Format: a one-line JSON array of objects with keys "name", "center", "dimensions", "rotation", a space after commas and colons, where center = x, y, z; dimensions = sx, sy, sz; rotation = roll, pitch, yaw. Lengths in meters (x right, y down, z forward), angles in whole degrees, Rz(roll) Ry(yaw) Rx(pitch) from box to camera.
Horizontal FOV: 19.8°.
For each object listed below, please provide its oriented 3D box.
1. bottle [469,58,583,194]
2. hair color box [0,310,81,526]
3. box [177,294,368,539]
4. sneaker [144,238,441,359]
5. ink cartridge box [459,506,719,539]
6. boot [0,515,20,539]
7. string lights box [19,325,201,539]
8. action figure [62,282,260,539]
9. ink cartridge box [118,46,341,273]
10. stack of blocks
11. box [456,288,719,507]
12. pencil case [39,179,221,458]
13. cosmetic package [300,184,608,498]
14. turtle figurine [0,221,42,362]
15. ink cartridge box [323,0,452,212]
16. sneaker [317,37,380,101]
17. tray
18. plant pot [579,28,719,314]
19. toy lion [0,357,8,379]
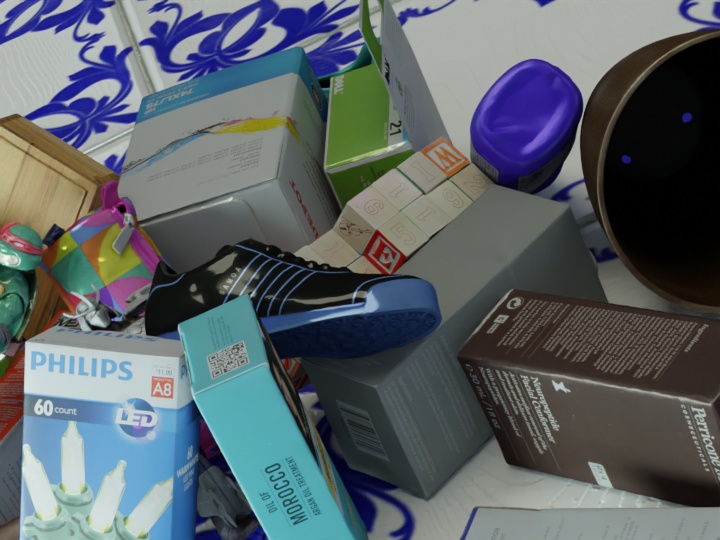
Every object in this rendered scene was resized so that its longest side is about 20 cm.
[{"name": "bottle", "center": [0.119, -0.095, 1.505], "dimensions": [0.084, 0.065, 0.200], "rotation": [-50, -7, -3]}, {"name": "hair color box", "center": [-0.228, 0.129, 1.480], "dimensions": [0.061, 0.102, 0.200], "rotation": [-1, 38, 39]}, {"name": "box", "center": [-0.047, 0.119, 1.266], "dimensions": [0.049, 0.201, 0.082], "rotation": [-24, 32, 2]}, {"name": "sneaker", "center": [-0.047, 0.015, 1.318], "dimensions": [0.199, 0.070, 0.078], "rotation": [-9, 65, 15]}, {"name": "ink cartridge box", "center": [0.129, 0.213, 1.153], "dimensions": [0.199, 0.047, 0.198], "rotation": [-6, 37, 32]}, {"name": "boot", "center": [-0.254, 0.173, 1.358], "dimensions": [0.199, 0.187, 0.064], "rotation": [-23, 26, 10]}, {"name": "string lights box", "center": [-0.157, 0.142, 1.293], "dimensions": [0.102, 0.201, 0.059], "rotation": [5, 10, 11]}, {"name": "action figure", "center": [-0.122, 0.085, 1.376], "dimensions": [0.130, 0.200, 0.069], "rotation": [-43, -1, -18]}, {"name": "ink cartridge box", "center": [-0.091, -0.047, 1.600], "dimensions": [0.145, 0.147, 0.200], "rotation": [-16, 32, 15]}, {"name": "stack of blocks", "center": [0.000, 0.000, 1.446], "dimensions": [0.059, 0.115, 0.200], "rotation": [43, 48, 13]}, {"name": "box", "center": [0.166, 0.080, 1.270], "dimensions": [0.199, 0.100, 0.075], "rotation": [7, 44, 43]}, {"name": "pencil case", "center": [-0.147, 0.041, 1.457], "dimensions": [0.088, 0.200, 0.088], "rotation": [-35, -1, -1]}, {"name": "cosmetic package", "center": [0.068, 0.044, 1.389], "dimensions": [0.090, 0.107, 0.200], "rotation": [16, 49, 46]}, {"name": "turtle figurine", "center": [-0.271, 0.031, 1.402], "dimensions": [0.150, 0.100, 0.201], "rotation": [37, 101, 54]}, {"name": "ink cartridge box", "center": [0.007, -0.125, 1.594], "dimensions": [0.075, 0.201, 0.148], "rotation": [-17, 31, 13]}, {"name": "sneaker", "center": [-0.050, -0.130, 1.760], "dimensions": [0.199, 0.080, 0.078], "rotation": [-31, 31, -7]}, {"name": "tray", "center": [-0.259, -0.006, 1.554], "dimensions": [0.098, 0.201, 0.037], "rotation": [31, 27, 15]}, {"name": "plant pot", "center": [0.225, -0.086, 1.425], "dimensions": [0.186, 0.188, 0.200], "rotation": [-27, 17, -3]}, {"name": "toy lion", "center": [-0.338, 0.078, 1.548], "dimensions": [0.199, 0.192, 0.069], "rotation": [-1, 37, 36]}]
